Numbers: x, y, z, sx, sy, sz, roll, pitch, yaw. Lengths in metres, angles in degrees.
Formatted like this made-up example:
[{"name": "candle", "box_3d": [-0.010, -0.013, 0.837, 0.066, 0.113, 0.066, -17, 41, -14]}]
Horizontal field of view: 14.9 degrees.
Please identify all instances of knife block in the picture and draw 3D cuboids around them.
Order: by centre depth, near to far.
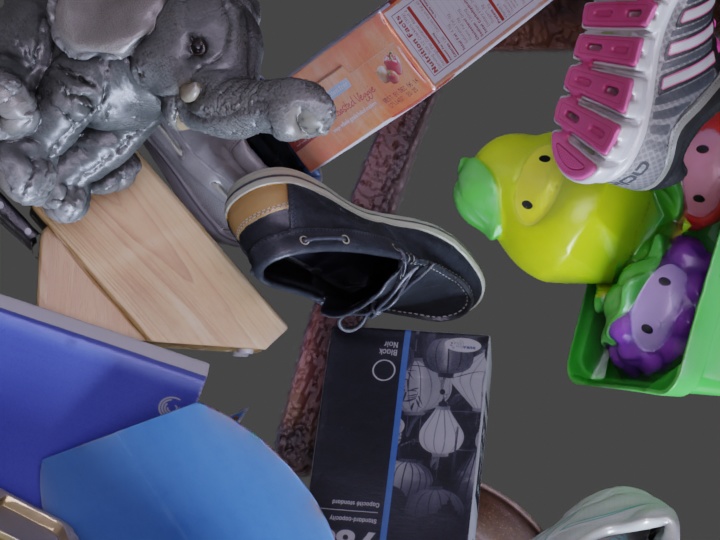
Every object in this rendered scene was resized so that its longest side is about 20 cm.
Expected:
[{"name": "knife block", "box_3d": [-0.140, -0.042, 1.632, 0.199, 0.064, 0.176, 4, 86, -7]}]

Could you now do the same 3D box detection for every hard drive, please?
[{"name": "hard drive", "box_3d": [-0.202, 0.078, 1.601, 0.199, 0.025, 0.132, 19, 121, -6]}]

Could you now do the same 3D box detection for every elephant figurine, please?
[{"name": "elephant figurine", "box_3d": [-0.110, -0.119, 1.519, 0.200, 0.142, 0.155, -26, 97, 24]}]

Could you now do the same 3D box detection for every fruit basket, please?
[{"name": "fruit basket", "box_3d": [0.165, -0.029, 1.642, 0.215, 0.155, 0.216, -1, 92, -25]}]

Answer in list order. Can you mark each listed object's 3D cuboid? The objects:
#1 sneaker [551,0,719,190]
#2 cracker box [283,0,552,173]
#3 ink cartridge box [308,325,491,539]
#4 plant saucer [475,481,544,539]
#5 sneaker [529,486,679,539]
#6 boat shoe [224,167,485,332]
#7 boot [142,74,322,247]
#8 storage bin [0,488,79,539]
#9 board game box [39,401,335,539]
[{"name": "sneaker", "box_3d": [0.175, -0.133, 1.568, 0.087, 0.074, 0.201, 24, 81, -42]}, {"name": "cracker box", "box_3d": [0.050, -0.146, 1.590, 0.200, 0.134, 0.058, -38, 95, -37]}, {"name": "ink cartridge box", "box_3d": [0.020, 0.129, 1.610, 0.099, 0.039, 0.201, 3, 63, 6]}, {"name": "plant saucer", "box_3d": [0.030, 0.219, 1.651, 0.200, 0.037, 0.201, 1, 84, -10]}, {"name": "sneaker", "box_3d": [0.100, 0.188, 1.608, 0.200, 0.080, 0.071, -34, 93, -9]}, {"name": "boat shoe", "box_3d": [0.000, 0.000, 1.607, 0.075, 0.200, 0.062, -33, 54, 28]}, {"name": "boot", "box_3d": [-0.099, -0.111, 1.618, 0.200, 0.096, 0.074, 51, 52, -7]}, {"name": "storage bin", "box_3d": [-0.286, 0.202, 1.565, 0.198, 0.094, 0.200, 27, 94, -6]}, {"name": "board game box", "box_3d": [-0.088, 0.147, 1.587, 0.158, 0.200, 0.039, 58, 40, -13]}]
